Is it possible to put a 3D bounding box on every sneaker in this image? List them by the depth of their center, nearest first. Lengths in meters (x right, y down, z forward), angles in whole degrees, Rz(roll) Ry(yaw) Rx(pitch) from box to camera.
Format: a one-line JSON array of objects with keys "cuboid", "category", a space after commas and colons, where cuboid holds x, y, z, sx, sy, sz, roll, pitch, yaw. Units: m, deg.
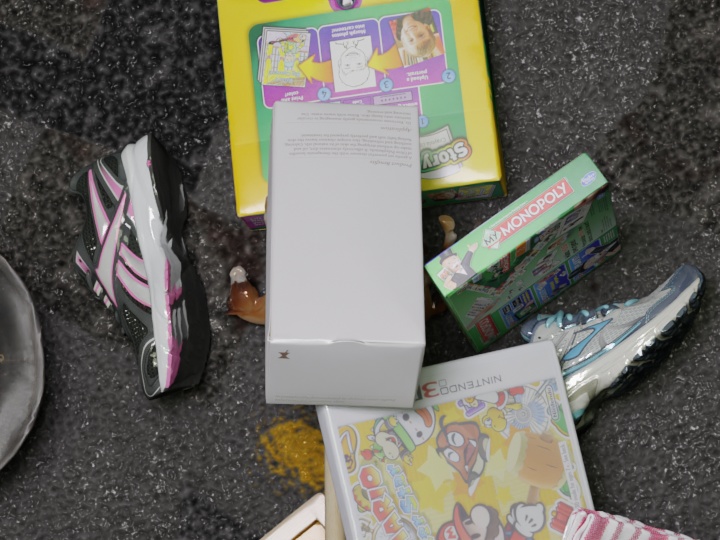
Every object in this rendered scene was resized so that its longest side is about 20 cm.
[{"cuboid": [0.161, 0.054, 1.734, 0.200, 0.078, 0.086, -41, 73, -1], "category": "sneaker"}, {"cuboid": [-0.170, 0.004, 1.798, 0.086, 0.080, 0.201, -15, 69, 17], "category": "sneaker"}]

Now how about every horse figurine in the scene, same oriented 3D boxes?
[{"cuboid": [0.000, 0.000, 1.759, 0.199, 0.133, 0.050, 5, 38, -3], "category": "horse figurine"}]

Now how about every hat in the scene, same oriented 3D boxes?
[{"cuboid": [-0.313, 0.067, 1.796, 0.199, 0.081, 0.202, -1, 87, 12], "category": "hat"}]

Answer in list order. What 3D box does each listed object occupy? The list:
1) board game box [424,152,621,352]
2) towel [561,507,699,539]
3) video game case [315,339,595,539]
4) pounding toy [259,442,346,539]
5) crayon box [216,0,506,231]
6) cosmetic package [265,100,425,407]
[{"cuboid": [0.118, -0.009, 1.687, 0.134, 0.200, 0.029, -35, 75, 0], "category": "board game box"}, {"cuboid": [0.216, 0.256, 1.664, 0.199, 0.030, 0.147, 17, 83, -21], "category": "towel"}, {"cuboid": [0.074, 0.162, 1.651, 0.181, 0.023, 0.201, -11, 85, -22], "category": "video game case"}, {"cuboid": [-0.029, 0.242, 1.688, 0.200, 0.142, 0.184, -39, 77, -1], "category": "pounding toy"}, {"cuboid": [0.001, -0.131, 1.800, 0.199, 0.058, 0.174, -7, 79, 7], "category": "crayon box"}, {"cuboid": [-0.012, -0.013, 1.633, 0.107, 0.085, 0.201, 3, 56, -3], "category": "cosmetic package"}]
